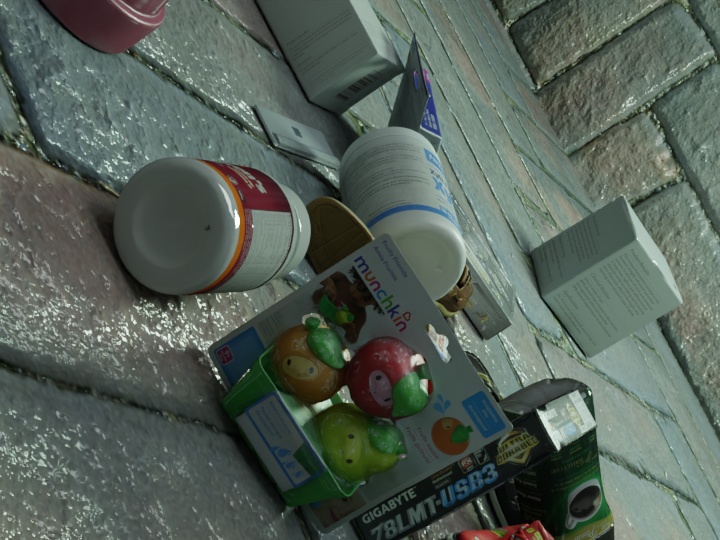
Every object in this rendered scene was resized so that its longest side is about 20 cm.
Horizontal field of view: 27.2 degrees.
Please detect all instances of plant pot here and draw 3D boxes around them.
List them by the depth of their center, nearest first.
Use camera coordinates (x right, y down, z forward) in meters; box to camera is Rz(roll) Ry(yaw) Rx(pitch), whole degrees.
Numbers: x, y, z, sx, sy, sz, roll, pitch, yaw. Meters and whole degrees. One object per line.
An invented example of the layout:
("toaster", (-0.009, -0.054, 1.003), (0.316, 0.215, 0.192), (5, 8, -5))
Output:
("plant pot", (-0.215, -0.332, 1.393), (0.200, 0.178, 0.200), (52, 17, -23))

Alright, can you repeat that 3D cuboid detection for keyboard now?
("keyboard", (-0.075, -0.160, 1.804), (0.057, 0.011, 0.200), (57, 15, 15))

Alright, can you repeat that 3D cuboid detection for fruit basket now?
("fruit basket", (-0.007, 0.097, 1.188), (0.186, 0.199, 0.094), (58, 31, -3))

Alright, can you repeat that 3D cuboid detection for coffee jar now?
("coffee jar", (0.214, 0.226, 1.619), (0.085, 0.104, 0.202), (10, -64, 54))

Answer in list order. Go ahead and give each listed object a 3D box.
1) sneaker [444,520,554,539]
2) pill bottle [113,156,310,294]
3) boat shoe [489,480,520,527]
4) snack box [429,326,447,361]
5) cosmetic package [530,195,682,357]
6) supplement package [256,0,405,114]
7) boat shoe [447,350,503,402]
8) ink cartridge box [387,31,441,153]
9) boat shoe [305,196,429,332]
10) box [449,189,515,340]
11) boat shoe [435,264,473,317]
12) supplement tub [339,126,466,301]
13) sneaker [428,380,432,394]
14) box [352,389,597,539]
("sneaker", (0.148, 0.282, 1.507), (0.077, 0.085, 0.200), (62, 16, 17))
("pill bottle", (-0.118, -0.036, 1.259), (0.110, 0.109, 0.200), (60, 16, 9))
("boat shoe", (0.181, 0.242, 1.725), (0.074, 0.060, 0.201), (40, 24, -51))
("snack box", (0.072, 0.092, 1.743), (0.072, 0.024, 0.200), (55, 16, -14))
("cosmetic package", (0.438, 0.012, 2.664), (0.168, 0.199, 0.167), (51, 17, -24))
("supplement package", (-0.046, -0.331, 2.005), (0.201, 0.116, 0.117), (63, 17, 14))
("boat shoe", (0.134, 0.155, 1.699), (0.202, 0.071, 0.061), (-99, -166, -52))
("ink cartridge box", (0.072, -0.186, 1.991), (0.043, 0.201, 0.197), (11, 32, -11))
("boat shoe", (0.000, 0.000, 1.634), (0.201, 0.073, 0.069), (54, 4, -16))
("box", (0.148, -0.016, 2.124), (0.201, 0.048, 0.159), (55, 17, -10))
("boat shoe", (0.114, 0.013, 1.933), (0.072, 0.067, 0.200), (62, 16, 14))
("supplement tub", (0.047, -0.064, 1.765), (0.132, 0.131, 0.201), (46, 20, -35))
("sneaker", (0.065, 0.134, 1.598), (0.201, 0.070, 0.093), (60, -2, 14))
("box", (0.109, 0.183, 1.370), (0.050, 0.199, 0.198), (61, 17, 11))
